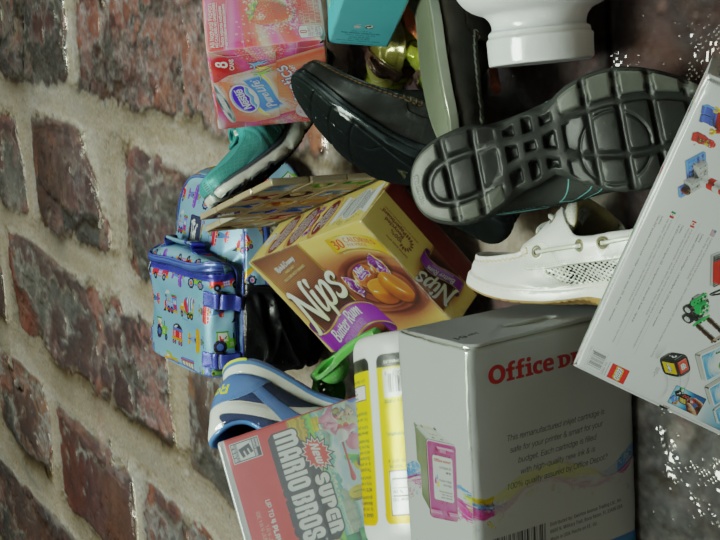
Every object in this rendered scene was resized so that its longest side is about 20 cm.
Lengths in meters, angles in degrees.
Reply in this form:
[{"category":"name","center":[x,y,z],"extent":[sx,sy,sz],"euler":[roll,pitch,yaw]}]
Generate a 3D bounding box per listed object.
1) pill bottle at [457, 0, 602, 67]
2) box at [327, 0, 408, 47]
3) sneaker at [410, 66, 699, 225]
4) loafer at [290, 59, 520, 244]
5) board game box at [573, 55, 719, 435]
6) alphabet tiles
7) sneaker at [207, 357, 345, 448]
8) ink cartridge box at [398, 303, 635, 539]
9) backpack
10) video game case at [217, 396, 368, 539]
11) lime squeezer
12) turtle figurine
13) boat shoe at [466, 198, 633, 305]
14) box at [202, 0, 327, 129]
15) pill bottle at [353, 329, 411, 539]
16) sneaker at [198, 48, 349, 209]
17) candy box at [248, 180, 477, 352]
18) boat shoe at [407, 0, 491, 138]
[{"category":"pill bottle","center":[0.108,-0.234,0.751],"extent":[0.110,0.109,0.204],"euler":[5,101,57]},{"category":"box","center":[0.013,-0.230,0.806],"extent":[0.200,0.048,0.084],"euler":[125,145,-74]},{"category":"sneaker","center":[0.130,-0.079,0.752],"extent":[0.197,0.079,0.077],"euler":[-10,90,20]},{"category":"loafer","center":[0.040,-0.101,0.867],"extent":[0.198,0.073,0.073],"euler":[34,164,8]},{"category":"board game box","center":[0.211,-0.002,0.657],"extent":[0.125,0.035,0.202],"euler":[25,126,10]},{"category":"alphabet tiles","center":[-0.047,-0.056,0.988],"extent":[0.199,0.165,0.008],"euler":[-18,81,57]},{"category":"sneaker","center":[-0.043,0.152,1.028],"extent":[0.197,0.083,0.075],"euler":[21,139,7]},{"category":"ink cartridge box","center":[0.110,0.129,0.809],"extent":[0.084,0.142,0.204],"euler":[13,109,57]},{"category":"backpack","center":[-0.125,-0.011,1.159],"extent":[0.182,0.133,0.204],"euler":[21,112,53]},{"category":"video game case","center":[-0.004,0.179,0.968],"extent":[0.017,0.197,0.145],"euler":[89,163,-76]},{"category":"lime squeezer","center":[-0.016,0.105,1.044],"extent":[0.071,0.037,0.202],"euler":[45,150,33]},{"category":"turtle figurine","center":[0.031,-0.157,0.935],"extent":[0.201,0.063,0.163],"euler":[56,140,34]},{"category":"boat shoe","center":[0.150,-0.014,0.785],"extent":[0.198,0.070,0.071],"euler":[1,98,48]},{"category":"box","center":[-0.082,-0.229,0.964],"extent":[0.103,0.093,0.203],"euler":[93,171,-62]},{"category":"pill bottle","center":[0.055,0.150,0.906],"extent":[0.112,0.111,0.204],"euler":[-19,72,57]},{"category":"sneaker","center":[-0.087,-0.131,1.012],"extent":[0.079,0.201,0.077],"euler":[40,144,-13]},{"category":"candy box","center":[0.000,0.000,0.983],"extent":[0.117,0.057,0.199],"euler":[47,150,-16]},{"category":"boat shoe","center":[0.069,-0.175,0.828],"extent":[0.072,0.059,0.204],"euler":[100,165,-61]}]
